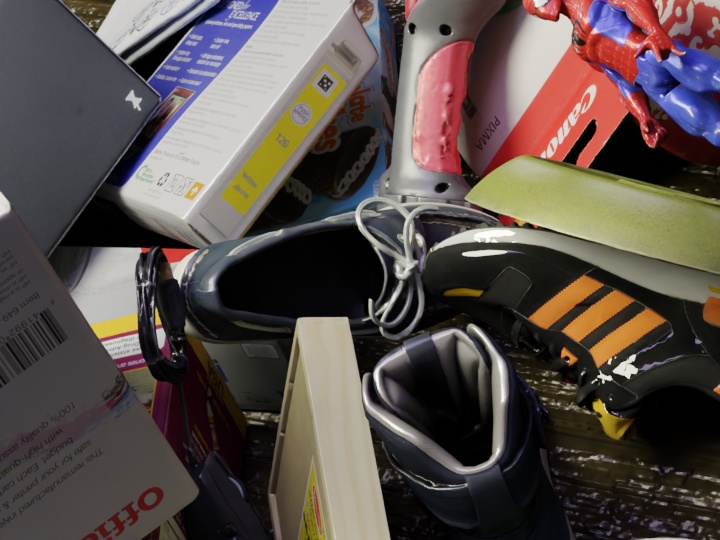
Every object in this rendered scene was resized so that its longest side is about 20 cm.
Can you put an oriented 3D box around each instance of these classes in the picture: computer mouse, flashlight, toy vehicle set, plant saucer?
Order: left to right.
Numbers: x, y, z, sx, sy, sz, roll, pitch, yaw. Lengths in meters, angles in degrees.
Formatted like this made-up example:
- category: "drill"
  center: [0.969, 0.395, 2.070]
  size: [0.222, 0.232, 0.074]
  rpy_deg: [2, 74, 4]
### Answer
- category: "computer mouse"
  center: [-0.075, 0.084, 1.194]
  size: [0.034, 0.201, 0.059]
  rpy_deg: [-14, 4, 16]
- category: "toy vehicle set"
  center: [-0.015, 0.135, 1.142]
  size: [0.026, 0.125, 0.201]
  rpy_deg: [1, 40, -11]
- category: "flashlight"
  center: [0.052, -0.102, 1.320]
  size: [0.068, 0.201, 0.068]
  rpy_deg: [5, 0, -10]
- category: "plant saucer"
  center: [0.151, -0.025, 1.180]
  size: [0.199, 0.199, 0.031]
  rpy_deg: [18, 97, 39]

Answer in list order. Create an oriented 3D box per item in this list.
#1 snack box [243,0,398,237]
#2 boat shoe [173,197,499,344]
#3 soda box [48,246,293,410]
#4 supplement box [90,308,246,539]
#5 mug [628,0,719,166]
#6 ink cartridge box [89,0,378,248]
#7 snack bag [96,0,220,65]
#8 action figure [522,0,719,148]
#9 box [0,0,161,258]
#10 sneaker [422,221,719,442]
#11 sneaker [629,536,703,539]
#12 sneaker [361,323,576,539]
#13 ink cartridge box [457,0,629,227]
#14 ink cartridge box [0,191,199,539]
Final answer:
- category: "snack box"
  center: [-0.034, -0.083, 1.444]
  size: [0.116, 0.037, 0.201]
  rpy_deg: [-17, 41, 13]
- category: "boat shoe"
  center: [0.000, 0.000, 1.248]
  size: [0.199, 0.075, 0.062]
  rpy_deg: [-3, -2, -24]
- category: "soda box"
  center: [-0.109, 0.031, 1.344]
  size: [0.199, 0.064, 0.068]
  rpy_deg: [2, 48, 29]
- category: "supplement box"
  center: [-0.140, 0.132, 1.226]
  size: [0.130, 0.103, 0.201]
  rpy_deg: [-12, 42, 16]
- category: "mug"
  center: [0.212, -0.139, 1.229]
  size: [0.178, 0.133, 0.200]
  rpy_deg: [-51, 1, -39]
- category: "ink cartridge box"
  center: [-0.068, -0.108, 1.392]
  size: [0.200, 0.047, 0.197]
  rpy_deg: [-50, 24, -11]
- category: "snack bag"
  center: [-0.109, -0.210, 1.562]
  size: [0.188, 0.021, 0.200]
  rpy_deg: [-28, 27, 48]
- category: "action figure"
  center: [0.154, -0.096, 1.177]
  size: [0.052, 0.066, 0.200]
  rpy_deg: [-30, 50, -26]
- category: "box"
  center: [-0.252, -0.050, 1.403]
  size: [0.198, 0.123, 0.200]
  rpy_deg: [-18, 34, 54]
- category: "sneaker"
  center: [0.119, 0.038, 1.187]
  size: [0.199, 0.070, 0.090]
  rpy_deg: [12, 71, 15]
- category: "sneaker"
  center: [0.164, 0.167, 1.054]
  size: [0.199, 0.074, 0.081]
  rpy_deg: [-10, 46, 22]
- category: "sneaker"
  center: [0.043, 0.063, 1.170]
  size: [0.077, 0.146, 0.203]
  rpy_deg: [-29, 39, 0]
- category: "ink cartridge box"
  center: [0.096, -0.119, 1.333]
  size: [0.201, 0.050, 0.161]
  rpy_deg: [-87, 23, -47]
- category: "ink cartridge box"
  center: [-0.201, 0.051, 1.109]
  size: [0.146, 0.200, 0.146]
  rpy_deg: [-36, 40, -9]
